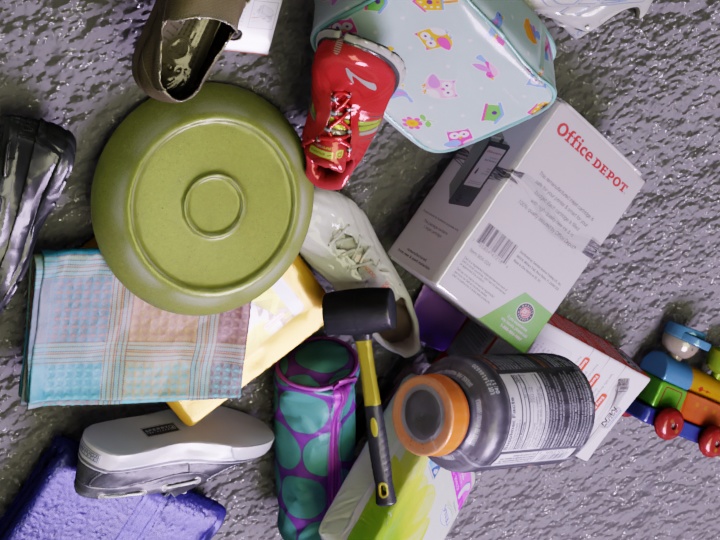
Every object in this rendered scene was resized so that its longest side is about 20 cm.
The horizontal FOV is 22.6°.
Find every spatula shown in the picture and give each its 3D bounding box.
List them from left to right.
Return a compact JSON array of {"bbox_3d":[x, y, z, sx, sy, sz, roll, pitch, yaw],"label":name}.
[{"bbox_3d":[0.037,0.096,1.742,0.056,0.021,0.200,28,107,-23],"label":"spatula"}]

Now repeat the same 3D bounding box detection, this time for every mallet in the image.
[{"bbox_3d":[0.019,0.111,1.604,0.065,0.041,0.201,-13,99,14],"label":"mallet"}]

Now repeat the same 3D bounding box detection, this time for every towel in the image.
[{"bbox_3d":[-0.240,0.244,1.685,0.199,0.050,0.148,30,96,-36],"label":"towel"},{"bbox_3d":[-0.191,0.049,1.556,0.199,0.022,0.148,0,113,-21],"label":"towel"}]

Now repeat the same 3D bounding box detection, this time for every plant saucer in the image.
[{"bbox_3d":[-0.127,-0.057,1.521,0.199,0.031,0.201,-5,104,-21],"label":"plant saucer"}]

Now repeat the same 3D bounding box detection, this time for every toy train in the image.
[{"bbox_3d":[0.370,0.133,1.902,0.199,0.085,0.116,22,94,-35],"label":"toy train"}]

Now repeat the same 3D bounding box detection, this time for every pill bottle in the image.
[{"bbox_3d":[0.118,0.128,1.638,0.199,0.106,0.107,3,119,-48],"label":"pill bottle"}]

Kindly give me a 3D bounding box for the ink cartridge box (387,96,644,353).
[{"bbox_3d":[0.144,-0.050,1.647,0.145,0.084,0.201,37,88,-38],"label":"ink cartridge box"}]

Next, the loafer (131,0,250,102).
[{"bbox_3d":[-0.117,-0.214,1.383,0.076,0.067,0.201,6,117,-29],"label":"loafer"}]

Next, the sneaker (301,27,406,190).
[{"bbox_3d":[-0.012,-0.125,1.472,0.077,0.085,0.200,18,157,5],"label":"sneaker"}]

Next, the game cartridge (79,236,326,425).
[{"bbox_3d":[-0.140,0.017,1.588,0.176,0.032,0.200,-38,123,-2],"label":"game cartridge"}]

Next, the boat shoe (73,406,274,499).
[{"bbox_3d":[-0.170,0.173,1.643,0.199,0.072,0.068,-6,124,-41],"label":"boat shoe"}]

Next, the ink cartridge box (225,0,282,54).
[{"bbox_3d":[-0.103,-0.276,1.427,0.108,0.050,0.201,2,119,-28],"label":"ink cartridge box"}]

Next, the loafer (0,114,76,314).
[{"bbox_3d":[-0.297,-0.037,1.473,0.070,0.068,0.201,22,111,-15],"label":"loafer"}]

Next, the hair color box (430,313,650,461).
[{"bbox_3d":[0.180,0.102,1.792,0.199,0.064,0.111,28,104,-35],"label":"hair color box"}]

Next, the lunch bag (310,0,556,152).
[{"bbox_3d":[0.058,-0.192,1.512,0.160,0.077,0.200,-22,133,33],"label":"lunch bag"}]

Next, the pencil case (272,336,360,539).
[{"bbox_3d":[-0.039,0.165,1.702,0.085,0.092,0.201,-19,125,-28],"label":"pencil case"}]

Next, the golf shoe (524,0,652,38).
[{"bbox_3d":[0.181,-0.239,1.579,0.199,0.078,0.098,-14,130,-17],"label":"golf shoe"}]

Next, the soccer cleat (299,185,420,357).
[{"bbox_3d":[0.000,0.000,1.630,0.069,0.078,0.200,-38,128,-1],"label":"soccer cleat"}]

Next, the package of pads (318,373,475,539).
[{"bbox_3d":[0.037,0.224,1.720,0.200,0.068,0.155,-57,151,-32],"label":"package of pads"}]
